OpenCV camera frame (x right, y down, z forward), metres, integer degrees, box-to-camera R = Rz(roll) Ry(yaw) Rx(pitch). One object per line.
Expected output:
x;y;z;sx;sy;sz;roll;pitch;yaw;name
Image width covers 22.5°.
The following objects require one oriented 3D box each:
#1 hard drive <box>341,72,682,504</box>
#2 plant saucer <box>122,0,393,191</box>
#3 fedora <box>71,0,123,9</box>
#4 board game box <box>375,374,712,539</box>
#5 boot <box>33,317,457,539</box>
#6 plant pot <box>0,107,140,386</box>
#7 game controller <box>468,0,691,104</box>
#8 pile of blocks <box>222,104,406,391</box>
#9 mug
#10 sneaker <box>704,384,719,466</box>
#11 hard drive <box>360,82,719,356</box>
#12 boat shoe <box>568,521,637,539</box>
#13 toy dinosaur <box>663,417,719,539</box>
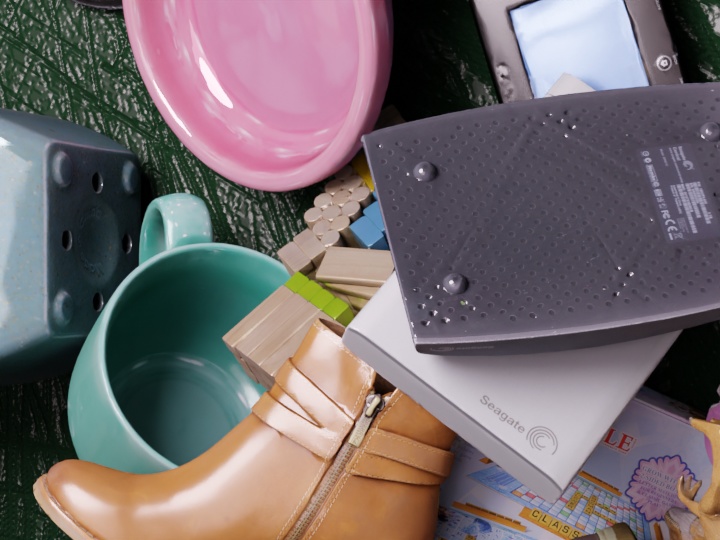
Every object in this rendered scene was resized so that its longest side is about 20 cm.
0.102;0.003;0.922;0.132;0.027;0.200;37;63;7;hard drive
-0.053;-0.146;1.028;0.200;0.051;0.201;20;121;38;plant saucer
-0.160;-0.260;1.126;0.201;0.092;0.201;-1;88;27;fedora
0.072;0.135;0.984;0.200;0.041;0.200;24;101;-4;board game box
-0.053;0.095;0.924;0.200;0.077;0.155;24;103;4;boot
-0.247;-0.015;1.119;0.200;0.196;0.196;0;89;22;plant pot
0.128;-0.101;0.996;0.104;0.042;0.200;-17;89;27;game controller
0.000;0.000;1.023;0.082;0.062;0.200;8;55;30;pile of blocks
-0.089;0.065;1.063;0.152;0.185;0.114;26;145;-8;mug
0.246;0.026;0.912;0.080;0.088;0.200;-129;49;-57;sneaker
0.109;-0.023;0.889;0.200;0.042;0.135;-9;60;-9;hard drive
0.129;0.232;0.949;0.066;0.072;0.201;-9;100;3;boat shoe
0.185;0.127;0.846;0.060;0.200;0.106;3;94;2;toy dinosaur
